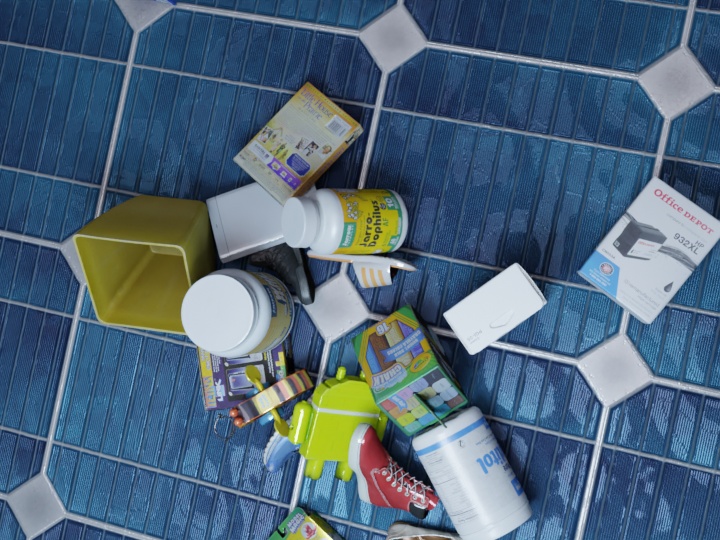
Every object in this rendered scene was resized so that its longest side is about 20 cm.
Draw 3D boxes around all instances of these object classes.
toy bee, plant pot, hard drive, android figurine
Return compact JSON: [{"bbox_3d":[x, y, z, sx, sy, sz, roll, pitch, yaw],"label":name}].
[{"bbox_3d":[-0.173,0.241,1.532,0.131,0.109,0.200,38,95,11],"label":"toy bee"},{"bbox_3d":[-0.358,-0.026,1.582,0.200,0.176,0.200,6,130,11],"label":"plant pot"},{"bbox_3d":[-0.169,-0.103,1.607,0.200,0.027,0.132,-19,62,1],"label":"hard drive"},{"bbox_3d":[-0.034,0.264,1.540,0.182,0.041,0.200,9,98,-28],"label":"android figurine"}]

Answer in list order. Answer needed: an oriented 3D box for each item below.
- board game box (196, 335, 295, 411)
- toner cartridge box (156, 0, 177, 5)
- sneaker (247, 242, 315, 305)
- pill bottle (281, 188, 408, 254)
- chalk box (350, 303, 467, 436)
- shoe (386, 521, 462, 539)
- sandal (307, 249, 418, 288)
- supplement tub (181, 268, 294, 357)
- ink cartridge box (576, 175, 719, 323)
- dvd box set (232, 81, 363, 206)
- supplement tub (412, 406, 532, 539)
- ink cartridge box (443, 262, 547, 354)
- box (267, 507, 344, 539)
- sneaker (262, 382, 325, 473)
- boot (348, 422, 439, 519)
[{"bbox_3d":[-0.211,0.146,1.627,0.165,0.057,0.200,-9,86,13],"label":"board game box"},{"bbox_3d":[-0.373,-0.615,1.699,0.095,0.043,0.200,17,91,11],"label":"toner cartridge box"},{"bbox_3d":[-0.154,-0.021,1.620,0.104,0.060,0.200,-17,76,6],"label":"sneaker"},{"bbox_3d":[-0.028,-0.083,1.518,0.113,0.200,0.113,5,95,57],"label":"pill bottle"},{"bbox_3d":[0.087,0.181,1.481,0.124,0.125,0.200,-32,41,9],"label":"chalk box"},{"bbox_3d":[0.139,0.484,1.540,0.200,0.053,0.070,10,90,12],"label":"shoe"},{"bbox_3d":[0.002,0.000,1.583,0.207,0.079,0.059,7,90,20],"label":"sandal"},{"bbox_3d":[-0.203,0.071,1.497,0.145,0.200,0.145,0,88,12],"label":"supplement tub"},{"bbox_3d":[0.478,-0.033,1.477,0.145,0.084,0.200,38,95,11],"label":"ink cartridge box"},{"bbox_3d":[-0.113,-0.225,1.605,0.146,0.029,0.200,42,87,23],"label":"dvd box set"},{"bbox_3d":[0.186,0.343,1.498,0.132,0.132,0.200,-30,83,9],"label":"supplement tub"},{"bbox_3d":[0.226,0.062,1.466,0.146,0.200,0.083,-36,81,8],"label":"ink cartridge box"},{"bbox_3d":[-0.071,0.523,1.587,0.200,0.048,0.117,42,96,8],"label":"box"},{"bbox_3d":[-0.092,0.291,1.585,0.089,0.079,0.200,45,96,12],"label":"sneaker"},{"bbox_3d":[0.061,0.338,1.495,0.144,0.200,0.072,13,48,27],"label":"boot"}]
